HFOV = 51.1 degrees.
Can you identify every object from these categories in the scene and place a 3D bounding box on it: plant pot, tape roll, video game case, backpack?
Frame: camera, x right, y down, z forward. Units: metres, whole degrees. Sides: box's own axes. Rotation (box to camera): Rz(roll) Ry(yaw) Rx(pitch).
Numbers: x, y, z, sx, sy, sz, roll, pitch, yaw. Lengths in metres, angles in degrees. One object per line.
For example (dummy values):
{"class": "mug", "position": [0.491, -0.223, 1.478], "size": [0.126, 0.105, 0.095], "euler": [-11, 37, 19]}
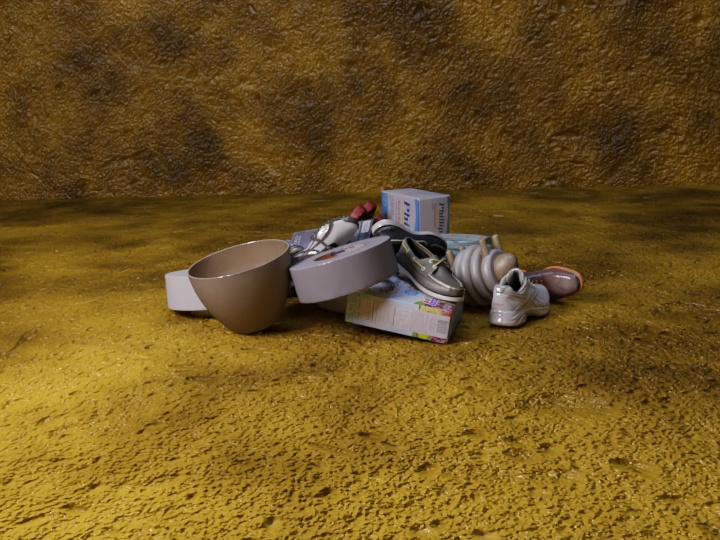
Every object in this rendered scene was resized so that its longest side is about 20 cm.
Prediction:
{"class": "plant pot", "position": [-0.217, 0.039, 1.437], "size": [0.196, 0.137, 0.201], "euler": [-11, 18, 4]}
{"class": "tape roll", "position": [-0.030, -0.003, 1.398], "size": [0.196, 0.067, 0.200], "euler": [-17, 7, 2]}
{"class": "video game case", "position": [-0.070, -0.039, 1.590], "size": [0.196, 0.019, 0.145], "euler": [-9, 45, 24]}
{"class": "tape roll", "position": [-0.313, 0.035, 1.600], "size": [0.198, 0.072, 0.202], "euler": [-4, 6, 0]}
{"class": "backpack", "position": [0.208, -0.020, 1.707], "size": [0.195, 0.130, 0.167], "euler": [0, 9, -6]}

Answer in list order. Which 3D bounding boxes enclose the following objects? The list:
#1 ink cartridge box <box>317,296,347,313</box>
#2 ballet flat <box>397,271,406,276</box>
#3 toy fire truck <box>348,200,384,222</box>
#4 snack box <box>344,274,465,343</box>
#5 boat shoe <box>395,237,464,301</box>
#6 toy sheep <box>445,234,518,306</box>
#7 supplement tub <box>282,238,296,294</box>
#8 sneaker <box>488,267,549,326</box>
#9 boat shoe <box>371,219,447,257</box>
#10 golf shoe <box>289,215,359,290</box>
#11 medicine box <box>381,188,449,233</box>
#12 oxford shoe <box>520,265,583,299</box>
{"class": "ink cartridge box", "position": [0.000, 0.000, 1.594], "size": [0.115, 0.068, 0.200], "euler": [9, 44, 42]}
{"class": "ballet flat", "position": [0.062, 0.033, 1.637], "size": [0.197, 0.069, 0.062], "euler": [8, 6, 36]}
{"class": "toy fire truck", "position": [0.006, -0.073, 1.927], "size": [0.112, 0.169, 0.200], "euler": [38, 21, 8]}
{"class": "snack box", "position": [0.088, 0.064, 1.427], "size": [0.196, 0.069, 0.169], "euler": [10, 15, 14]}
{"class": "boat shoe", "position": [0.131, -0.002, 1.426], "size": [0.071, 0.061, 0.201], "euler": [2, 21, -33]}
{"class": "toy sheep", "position": [0.243, 0.008, 1.559], "size": [0.136, 0.141, 0.198], "euler": [-13, -4, -42]}
{"class": "supplement tub", "position": [-0.127, -0.015, 1.728], "size": [0.197, 0.125, 0.122], "euler": [-10, 15, -35]}
{"class": "sneaker", "position": [0.319, 0.042, 1.476], "size": [0.077, 0.102, 0.199], "euler": [7, 15, 34]}
{"class": "boat shoe", "position": [0.106, -0.047, 1.560], "size": [0.197, 0.061, 0.076], "euler": [11, -37, -33]}
{"class": "golf shoe", "position": [-0.078, -0.030, 1.529], "size": [0.198, 0.078, 0.095], "euler": [-33, 55, 3]}
{"class": "medicine box", "position": [0.144, -0.114, 1.995], "size": [0.101, 0.186, 0.199], "euler": [-7, 13, -25]}
{"class": "oxford shoe", "position": [0.372, 0.035, 1.592], "size": [0.197, 0.073, 0.072], "euler": [-4, 10, 41]}
